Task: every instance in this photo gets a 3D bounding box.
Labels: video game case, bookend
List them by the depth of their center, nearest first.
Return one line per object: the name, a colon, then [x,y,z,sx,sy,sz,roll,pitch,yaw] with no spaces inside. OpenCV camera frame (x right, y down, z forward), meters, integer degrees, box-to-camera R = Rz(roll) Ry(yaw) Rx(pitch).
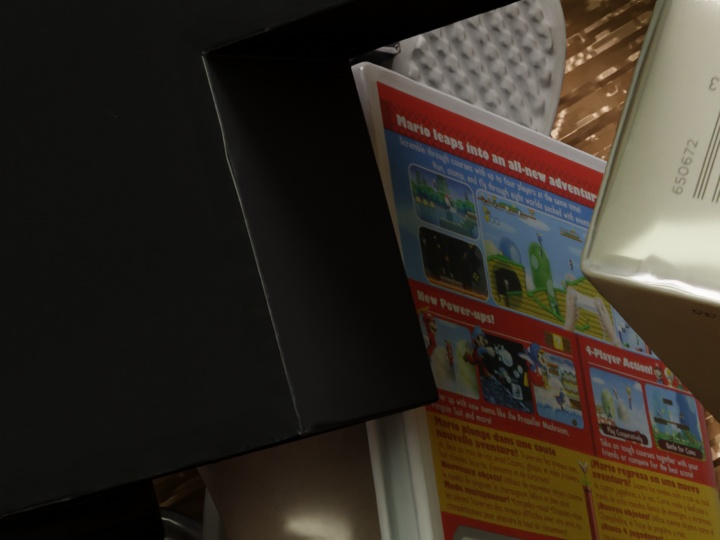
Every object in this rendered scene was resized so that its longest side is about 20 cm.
bookend: [-0.014,-0.048,0.631,0.200,0.092,0.199,-17,86,24]
video game case: [0.051,0.056,0.738,0.017,0.143,0.201,-22,65,33]

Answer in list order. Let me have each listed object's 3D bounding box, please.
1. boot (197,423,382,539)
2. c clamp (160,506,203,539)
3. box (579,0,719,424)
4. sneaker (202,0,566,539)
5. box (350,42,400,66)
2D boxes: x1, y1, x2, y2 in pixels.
boot: [-0.006,0.099,0.729,0.070,0.200,0.146,-27,38,51]
c clamp: [-0.100,0.167,0.823,0.170,0.027,0.201,-6,71,20]
box: [0.129,0.003,0.691,0.095,0.200,0.078,13,78,25]
sneaker: [0.000,0.000,0.828,0.082,0.074,0.200,25,93,65]
box: [-0.062,-0.122,0.847,0.160,0.044,0.201,-34,58,50]
